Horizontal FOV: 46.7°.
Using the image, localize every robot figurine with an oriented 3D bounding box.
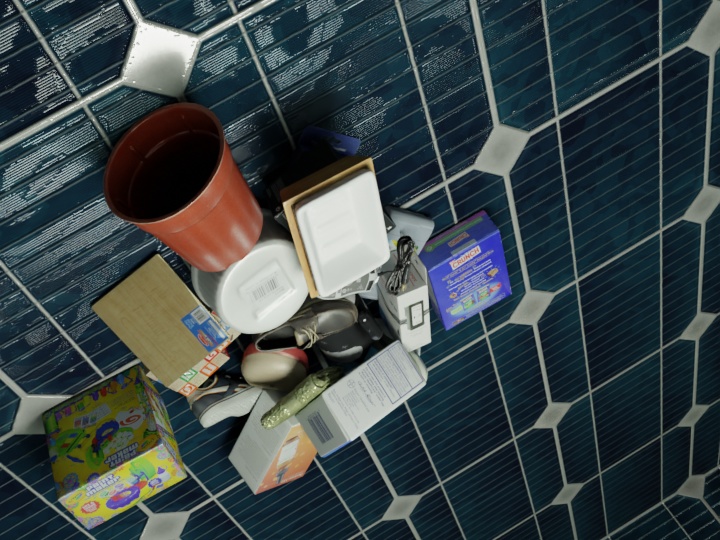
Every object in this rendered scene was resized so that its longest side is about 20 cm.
[{"bbox_3d":[-0.041,0.093,1.585,0.147,0.127,0.201,-23,137,11],"label":"robot figurine"}]

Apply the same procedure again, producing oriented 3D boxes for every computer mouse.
[{"bbox_3d":[0.000,0.000,1.450,0.196,0.044,0.112,-7,124,-26],"label":"computer mouse"}]

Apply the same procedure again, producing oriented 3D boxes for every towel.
[{"bbox_3d":[-0.106,0.232,1.558,0.148,0.037,0.200,-39,173,12],"label":"towel"}]

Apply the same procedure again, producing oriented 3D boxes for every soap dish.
[{"bbox_3d":[-0.040,-0.072,1.315,0.155,0.081,0.203,-29,135,-16],"label":"soap dish"}]

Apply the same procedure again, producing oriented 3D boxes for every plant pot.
[{"bbox_3d":[-0.251,-0.110,1.262,0.199,0.202,0.196,-33,146,1],"label":"plant pot"}]

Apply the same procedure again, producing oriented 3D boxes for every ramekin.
[{"bbox_3d":[-0.176,0.007,1.401,0.197,0.098,0.204,-19,129,-25],"label":"ramekin"}]

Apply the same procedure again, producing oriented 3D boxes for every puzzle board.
[{"bbox_3d":[-0.343,0.088,1.445,0.150,0.017,0.201,-36,113,4],"label":"puzzle board"}]

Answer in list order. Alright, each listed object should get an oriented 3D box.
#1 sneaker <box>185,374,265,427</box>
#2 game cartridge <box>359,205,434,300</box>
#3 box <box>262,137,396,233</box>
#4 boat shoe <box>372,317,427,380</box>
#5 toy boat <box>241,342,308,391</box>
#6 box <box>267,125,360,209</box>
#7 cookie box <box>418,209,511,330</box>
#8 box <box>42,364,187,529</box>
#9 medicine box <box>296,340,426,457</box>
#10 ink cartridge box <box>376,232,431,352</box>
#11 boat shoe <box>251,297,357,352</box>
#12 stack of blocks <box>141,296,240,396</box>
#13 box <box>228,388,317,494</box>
[{"bbox_3d":[-0.262,0.244,1.651,0.079,0.079,0.199,-52,160,20],"label":"sneaker"},{"bbox_3d":[0.046,-0.028,1.619,0.131,0.041,0.202,12,121,-34],"label":"game cartridge"},{"bbox_3d":[-0.050,-0.104,1.413,0.140,0.080,0.200,-36,138,9],"label":"box"},{"bbox_3d":[0.085,0.158,1.691,0.070,0.201,0.071,-8,127,-35],"label":"boat shoe"},{"bbox_3d":[-0.159,0.155,1.600,0.127,0.134,0.200,8,166,-4],"label":"toy boat"},{"bbox_3d":[-0.082,-0.145,1.438,0.119,0.033,0.203,8,122,-36],"label":"box"},{"bbox_3d":[0.215,0.002,1.719,0.169,0.076,0.202,-28,137,-6],"label":"cookie box"},{"bbox_3d":[-0.446,0.316,1.508,0.197,0.194,0.123,-26,138,-7],"label":"box"},{"bbox_3d":[-0.001,0.248,1.603,0.198,0.104,0.182,-31,172,-28],"label":"medicine box"},{"bbox_3d":[0.079,0.044,1.593,0.066,0.117,0.203,-20,135,-13],"label":"ink cartridge box"},{"bbox_3d":[-0.097,0.105,1.458,0.195,0.074,0.076,-15,124,12],"label":"boat shoe"},{"bbox_3d":[-0.293,0.128,1.532,0.199,0.059,0.115,-42,137,9],"label":"stack of blocks"},{"bbox_3d":[-0.160,0.344,1.744,0.151,0.106,0.202,-8,134,-50],"label":"box"}]
